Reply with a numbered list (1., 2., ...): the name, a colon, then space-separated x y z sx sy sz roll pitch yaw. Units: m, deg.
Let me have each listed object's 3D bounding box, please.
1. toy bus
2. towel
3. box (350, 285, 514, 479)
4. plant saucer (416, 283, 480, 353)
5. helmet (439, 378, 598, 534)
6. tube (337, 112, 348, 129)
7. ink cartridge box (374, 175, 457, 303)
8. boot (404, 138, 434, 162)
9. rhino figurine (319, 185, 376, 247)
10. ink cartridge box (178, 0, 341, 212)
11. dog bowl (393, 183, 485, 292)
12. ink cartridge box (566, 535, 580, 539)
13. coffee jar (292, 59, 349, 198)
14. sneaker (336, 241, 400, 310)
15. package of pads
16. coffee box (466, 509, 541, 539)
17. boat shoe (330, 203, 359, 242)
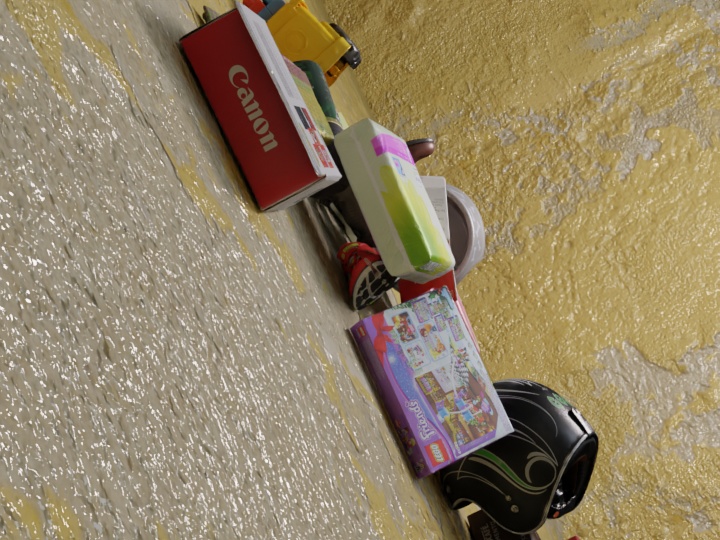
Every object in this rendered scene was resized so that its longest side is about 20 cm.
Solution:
1. toy bus: -0.106 -0.363 1.871 0.192 0.135 0.200 48 5 -1
2. towel: -0.115 -0.239 1.474 0.199 0.023 0.145 27 32 -46
3. box: 0.088 0.134 1.442 0.039 0.135 0.203 -39 -107 57
4. plant saucer: 0.135 0.065 1.825 0.201 0.050 0.203 -24 91 -85
5. helmet: 0.199 0.243 1.559 0.189 0.202 0.200 25 -13 29
6. tube: -0.003 -0.134 1.733 0.202 0.051 0.058 62 16 5
7. ink cartridge box: 0.074 -0.022 1.712 0.200 0.044 0.180 144 -57 -65
8. boot: 0.073 -0.095 1.916 0.202 0.186 0.068 62 -4 4
9. rhino figurine: 0.022 -0.059 1.657 0.200 0.060 0.088 48 -21 10
10. ink cartridge box: -0.108 -0.171 1.257 0.203 0.083 0.176 64 7 0
11. dog bowl: 0.108 -0.053 1.965 0.203 0.198 0.059 65 10 10
12. ink cartridge box: 0.249 0.459 1.409 0.146 0.144 0.201 59 8 -29
13. coffee jar: -0.068 -0.193 1.614 0.201 0.084 0.105 -109 -177 -48
14. sneaker: 0.000 0.000 1.576 0.085 0.077 0.200 48 -1 5
15. package of pads: 0.047 -0.084 1.525 0.203 0.067 0.154 68 14 11
16. coffee box: 0.231 0.427 1.654 0.201 0.079 0.115 60 8 -33
17. boat shoe: -0.014 -0.112 1.811 0.200 0.065 0.075 58 9 -40
